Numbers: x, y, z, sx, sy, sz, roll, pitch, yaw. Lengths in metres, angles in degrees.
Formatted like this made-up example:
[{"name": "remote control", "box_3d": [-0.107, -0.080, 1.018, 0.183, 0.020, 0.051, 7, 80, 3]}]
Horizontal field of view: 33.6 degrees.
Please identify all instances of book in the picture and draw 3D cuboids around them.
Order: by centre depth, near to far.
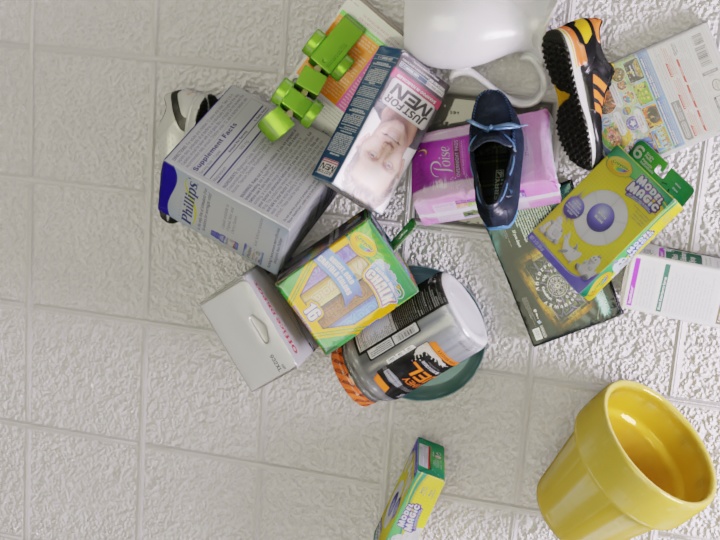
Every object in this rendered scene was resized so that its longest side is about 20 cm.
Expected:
[{"name": "book", "box_3d": [-0.019, -0.266, 1.665, 0.133, 0.048, 0.200, 40, 109, 0]}]

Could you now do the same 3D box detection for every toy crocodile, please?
[{"name": "toy crocodile", "box_3d": [-0.065, -0.258, 1.608, 0.067, 0.062, 0.201, 34, 85, -7]}]

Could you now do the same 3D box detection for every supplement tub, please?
[{"name": "supplement tub", "box_3d": [0.065, 0.100, 1.653, 0.199, 0.123, 0.123, -32, 93, 19]}]

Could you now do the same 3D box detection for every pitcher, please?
[{"name": "pitcher", "box_3d": [0.155, -0.303, 1.580, 0.198, 0.121, 0.173, 2, 107, 2]}]

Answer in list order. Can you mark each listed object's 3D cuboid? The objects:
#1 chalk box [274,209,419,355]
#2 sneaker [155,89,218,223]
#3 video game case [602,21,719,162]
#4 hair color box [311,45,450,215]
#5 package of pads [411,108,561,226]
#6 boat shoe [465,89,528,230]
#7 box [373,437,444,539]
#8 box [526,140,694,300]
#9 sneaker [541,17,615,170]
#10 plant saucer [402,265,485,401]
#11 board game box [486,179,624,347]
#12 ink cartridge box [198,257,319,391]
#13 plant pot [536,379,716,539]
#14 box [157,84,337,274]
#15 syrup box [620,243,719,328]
[{"name": "chalk box", "box_3d": [0.000, 0.000, 1.633, 0.199, 0.124, 0.124, -34, 99, 6]}, {"name": "sneaker", "box_3d": [-0.264, -0.169, 1.744, 0.080, 0.074, 0.201, 20, 102, 24]}, {"name": "video game case", "box_3d": [0.390, -0.223, 1.584, 0.199, 0.018, 0.144, -22, 96, 18]}, {"name": "hair color box", "box_3d": [0.028, -0.187, 1.595, 0.100, 0.060, 0.201, 29, 88, -36]}, {"name": "package of pads", "box_3d": [0.168, -0.139, 1.607, 0.199, 0.076, 0.121, -9, 61, 15]}, {"name": "boat shoe", "box_3d": [0.177, -0.153, 1.526, 0.084, 0.069, 0.201, -13, 62, 12]}, {"name": "box", "box_3d": [0.064, 0.356, 1.730, 0.048, 0.117, 0.201, 20, 106, -3]}, {"name": "box", "box_3d": [0.329, -0.072, 1.566, 0.200, 0.048, 0.117, -46, 59, 10]}, {"name": "sneaker", "box_3d": [0.303, -0.232, 1.560, 0.090, 0.070, 0.201, -27, 116, -20]}, {"name": "plant saucer", "box_3d": [0.085, 0.089, 1.724, 0.199, 0.027, 0.202, 3, 103, 13]}, {"name": "board game box", "box_3d": [0.267, -0.009, 1.655, 0.135, 0.028, 0.201, -21, 95, 17]}, {"name": "ink cartridge box", "box_3d": [-0.128, 0.066, 1.681, 0.083, 0.200, 0.146, -30, 93, 18]}, {"name": "plant pot", "box_3d": [0.346, 0.283, 1.623, 0.201, 0.201, 0.189, 43, 124, 2]}, {"name": "box", "box_3d": [-0.147, -0.127, 1.646, 0.199, 0.184, 0.105, 29, 141, 7]}, {"name": "syrup box", "box_3d": [0.451, 0.023, 1.588, 0.199, 0.079, 0.082, 13, 105, 12]}]
